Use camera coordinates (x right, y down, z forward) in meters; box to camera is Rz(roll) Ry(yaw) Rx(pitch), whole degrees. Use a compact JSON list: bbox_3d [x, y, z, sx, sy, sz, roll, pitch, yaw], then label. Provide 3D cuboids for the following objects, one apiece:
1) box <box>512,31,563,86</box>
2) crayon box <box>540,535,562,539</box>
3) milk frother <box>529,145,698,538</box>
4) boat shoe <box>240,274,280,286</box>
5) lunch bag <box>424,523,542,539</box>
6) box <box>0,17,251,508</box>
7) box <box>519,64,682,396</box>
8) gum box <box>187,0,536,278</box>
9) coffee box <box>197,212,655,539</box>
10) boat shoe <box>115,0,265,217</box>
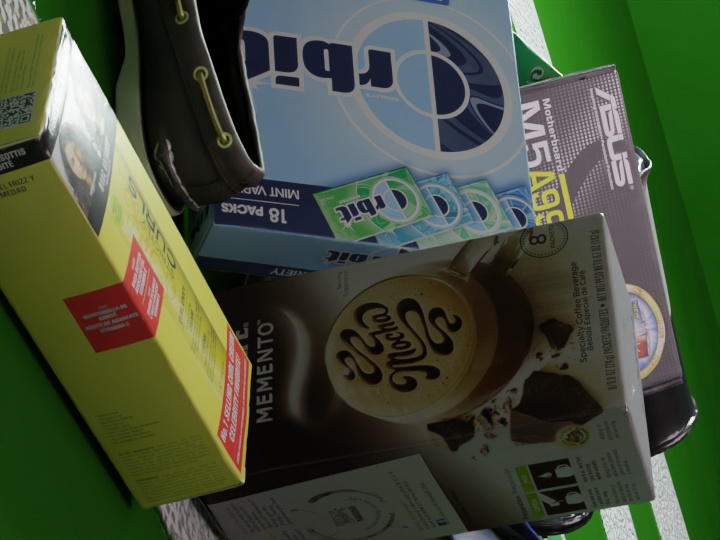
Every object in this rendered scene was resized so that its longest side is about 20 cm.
[{"bbox_3d":[0.074,-0.126,1.467,0.117,0.048,0.200,38,-2,-29],"label":"box"},{"bbox_3d":[0.115,0.259,1.498,0.200,0.050,0.128,-71,146,-64],"label":"crayon box"},{"bbox_3d":[0.123,0.046,1.435,0.200,0.179,0.189,-102,177,-68],"label":"milk frother"},{"bbox_3d":[-0.019,-0.029,1.176,0.076,0.074,0.200,54,46,-30],"label":"boat shoe"},{"bbox_3d":[0.034,0.161,1.141,0.170,0.127,0.201,49,20,-53],"label":"lunch bag"},{"bbox_3d":[-0.102,0.002,0.885,0.076,0.050,0.201,-88,160,-48],"label":"box"},{"bbox_3d":[0.100,-0.009,1.333,0.044,0.159,0.201,-3,-80,61],"label":"box"},{"bbox_3d":[-0.003,-0.086,1.128,0.045,0.169,0.201,123,-31,-53],"label":"gum box"},{"bbox_3d":[0.028,0.057,1.034,0.080,0.199,0.114,65,17,-49],"label":"coffee box"},{"bbox_3d":[-0.080,-0.120,1.057,0.072,0.060,0.202,49,31,-60],"label":"boat shoe"}]
